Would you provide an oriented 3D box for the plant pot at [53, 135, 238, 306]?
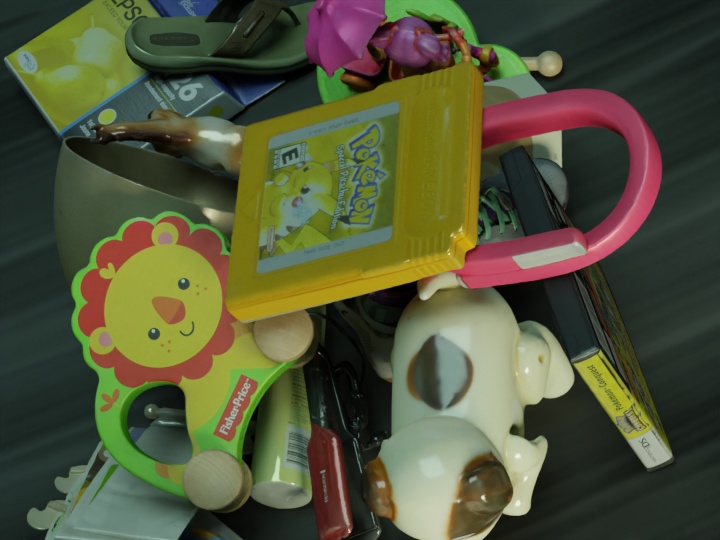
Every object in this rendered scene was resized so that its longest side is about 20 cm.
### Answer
[{"bbox_3d":[-0.172,-0.015,1.816,0.200,0.200,0.135,24,101,32],"label":"plant pot"}]

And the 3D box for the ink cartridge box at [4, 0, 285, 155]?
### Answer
[{"bbox_3d":[-0.203,-0.186,2.020,0.200,0.047,0.198,-36,52,-5],"label":"ink cartridge box"}]

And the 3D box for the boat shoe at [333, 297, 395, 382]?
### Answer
[{"bbox_3d":[0.000,0.000,1.798,0.071,0.069,0.200,-31,52,-4],"label":"boat shoe"}]

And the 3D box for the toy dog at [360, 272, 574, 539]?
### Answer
[{"bbox_3d":[0.076,0.115,1.618,0.139,0.194,0.200,4,49,12],"label":"toy dog"}]

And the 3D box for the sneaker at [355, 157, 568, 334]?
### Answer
[{"bbox_3d":[0.085,-0.023,1.698,0.200,0.088,0.074,-38,79,-9],"label":"sneaker"}]

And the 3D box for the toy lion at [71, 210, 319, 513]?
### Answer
[{"bbox_3d":[-0.142,0.063,1.682,0.191,0.069,0.200,24,85,8],"label":"toy lion"}]

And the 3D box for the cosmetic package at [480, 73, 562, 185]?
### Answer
[{"bbox_3d":[0.061,-0.084,1.770,0.199,0.105,0.071,-15,34,-14],"label":"cosmetic package"}]

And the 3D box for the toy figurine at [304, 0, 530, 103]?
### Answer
[{"bbox_3d":[0.033,-0.182,1.820,0.199,0.184,0.151,19,89,17],"label":"toy figurine"}]

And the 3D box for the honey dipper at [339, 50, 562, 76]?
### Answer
[{"bbox_3d":[0.080,-0.181,1.923,0.199,0.038,0.038,1,56,15],"label":"honey dipper"}]

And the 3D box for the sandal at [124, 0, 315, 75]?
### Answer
[{"bbox_3d":[-0.113,-0.219,1.975,0.200,0.057,0.080,-7,44,-14],"label":"sandal"}]

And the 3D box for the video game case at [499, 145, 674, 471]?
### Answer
[{"bbox_3d":[0.170,0.030,1.644,0.025,0.181,0.200,-26,51,12],"label":"video game case"}]

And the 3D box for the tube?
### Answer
[{"bbox_3d":[-0.055,0.092,1.758,0.052,0.058,0.201,11,61,-10],"label":"tube"}]

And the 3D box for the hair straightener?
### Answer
[{"bbox_3d":[-0.016,0.124,1.721,0.041,0.077,0.201,-32,59,32],"label":"hair straightener"}]

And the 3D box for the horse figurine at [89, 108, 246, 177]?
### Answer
[{"bbox_3d":[-0.122,-0.105,1.865,0.199,0.133,0.050,17,92,3],"label":"horse figurine"}]

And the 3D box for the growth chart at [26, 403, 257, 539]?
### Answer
[{"bbox_3d":[-0.173,0.171,1.735,0.144,0.018,0.200,11,41,28],"label":"growth chart"}]

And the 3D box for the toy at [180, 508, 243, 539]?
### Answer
[{"bbox_3d":[-0.132,0.245,1.686,0.115,0.047,0.200,-44,54,-15],"label":"toy"}]

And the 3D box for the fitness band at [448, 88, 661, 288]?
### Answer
[{"bbox_3d":[0.123,-0.061,1.588,0.199,0.037,0.144,-9,55,28],"label":"fitness band"}]

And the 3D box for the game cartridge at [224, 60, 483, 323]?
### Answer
[{"bbox_3d":[-0.004,-0.060,1.627,0.199,0.032,0.177,-16,51,26],"label":"game cartridge"}]
